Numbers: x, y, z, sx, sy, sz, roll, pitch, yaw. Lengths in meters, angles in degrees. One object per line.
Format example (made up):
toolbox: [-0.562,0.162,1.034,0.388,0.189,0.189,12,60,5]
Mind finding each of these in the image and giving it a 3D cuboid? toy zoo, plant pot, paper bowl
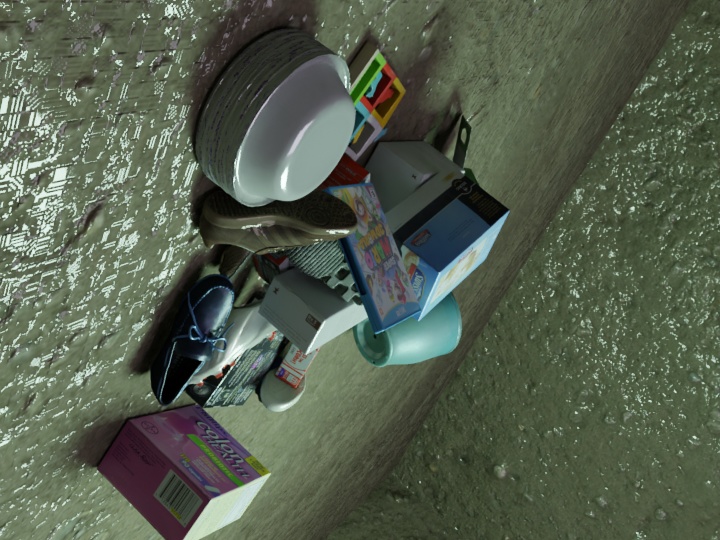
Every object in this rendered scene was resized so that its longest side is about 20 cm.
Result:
toy zoo: [0.005,-0.230,1.166,0.132,0.020,0.200,-54,163,4]
plant pot: [0.090,0.122,1.828,0.187,0.200,0.201,-19,146,-35]
paper bowl: [-0.083,-0.162,0.933,0.201,0.104,0.201,-47,161,-21]

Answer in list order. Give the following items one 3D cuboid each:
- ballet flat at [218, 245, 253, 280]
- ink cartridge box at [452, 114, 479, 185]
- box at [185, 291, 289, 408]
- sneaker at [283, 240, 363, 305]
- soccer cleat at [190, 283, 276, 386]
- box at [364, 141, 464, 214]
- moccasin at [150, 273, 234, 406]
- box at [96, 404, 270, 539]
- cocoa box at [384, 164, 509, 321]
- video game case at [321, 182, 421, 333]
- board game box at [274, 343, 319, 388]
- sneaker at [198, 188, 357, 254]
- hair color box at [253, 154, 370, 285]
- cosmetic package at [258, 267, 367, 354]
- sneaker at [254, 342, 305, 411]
ballet flat: [-0.141,-0.067,1.082,0.201,0.046,0.068,-55,-174,26]
ink cartridge box: [0.195,-0.177,1.533,0.146,0.047,0.202,-91,-166,-70]
box: [-0.183,0.134,1.353,0.201,0.043,0.160,-54,163,4]
sneaker: [-0.054,-0.033,1.135,0.074,0.089,0.200,-37,129,8]
soccer cleat: [-0.195,0.097,1.230,0.199,0.078,0.069,-34,-171,3]
box: [0.079,-0.143,1.401,0.125,0.097,0.200,-58,163,21]
moccasin: [-0.219,0.100,1.103,0.080,0.068,0.201,16,116,-27]
box: [-0.265,0.309,1.258,0.097,0.175,0.200,-54,163,9]
cocoa box: [0.119,-0.046,1.306,0.200,0.131,0.134,-39,160,-35]
video game case: [0.018,-0.023,1.133,0.018,0.202,0.143,-22,178,26]
board game box: [-0.070,0.092,1.453,0.152,0.046,0.200,-59,179,36]
sneaker: [-0.104,-0.059,1.029,0.198,0.071,0.076,4,141,-21]
hair color box: [-0.071,-0.068,1.219,0.200,0.064,0.111,-48,162,-20]
cosmetic package: [-0.050,0.039,1.208,0.199,0.101,0.074,-26,150,-55]
sneaker: [-0.150,0.218,1.483,0.112,0.076,0.200,-61,-172,26]
